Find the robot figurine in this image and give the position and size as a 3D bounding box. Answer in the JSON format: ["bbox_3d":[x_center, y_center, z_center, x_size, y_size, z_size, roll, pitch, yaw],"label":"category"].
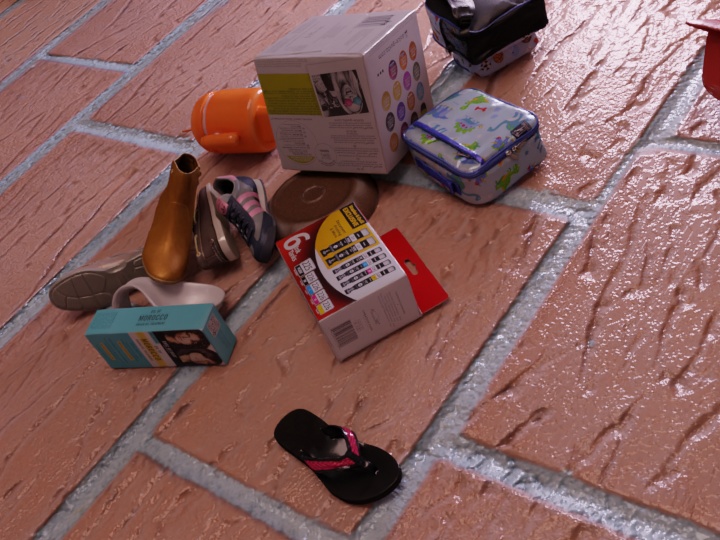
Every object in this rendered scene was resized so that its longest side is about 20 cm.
[{"bbox_3d":[-0.218,-0.267,1.635,0.199,0.117,0.144,2,74,26],"label":"robot figurine"}]

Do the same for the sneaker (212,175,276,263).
[{"bbox_3d":[-0.185,-0.081,1.430,0.082,0.070,0.200,10,31,-25],"label":"sneaker"}]

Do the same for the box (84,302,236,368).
[{"bbox_3d":[-0.285,0.095,1.304,0.199,0.082,0.049,-4,46,23],"label":"box"}]

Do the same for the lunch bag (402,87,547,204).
[{"bbox_3d":[0.170,-0.192,1.391,0.161,0.083,0.200,-36,41,-10],"label":"lunch bag"}]

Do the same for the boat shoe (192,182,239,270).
[{"bbox_3d":[-0.244,-0.073,1.474,0.059,0.072,0.200,-28,40,4],"label":"boat shoe"}]

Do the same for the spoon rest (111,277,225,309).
[{"bbox_3d":[-0.294,0.044,1.371,0.200,0.061,0.099,1,26,29],"label":"spoon rest"}]

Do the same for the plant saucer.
[{"bbox_3d":[-0.070,-0.111,1.455,0.200,0.037,0.201,-13,42,12],"label":"plant saucer"}]

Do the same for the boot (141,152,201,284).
[{"bbox_3d":[-0.287,-0.086,1.406,0.071,0.144,0.201,11,33,-16],"label":"boot"}]

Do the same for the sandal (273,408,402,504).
[{"bbox_3d":[-0.037,0.213,1.083,0.200,0.045,0.075,22,58,41],"label":"sandal"}]

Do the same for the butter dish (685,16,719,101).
[{"bbox_3d":[0.547,-0.249,1.228,0.200,0.148,0.199,0,21,-42],"label":"butter dish"}]

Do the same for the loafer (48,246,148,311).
[{"bbox_3d":[-0.400,0.010,1.473,0.199,0.072,0.063,-19,23,-3],"label":"loafer"}]

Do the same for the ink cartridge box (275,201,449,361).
[{"bbox_3d":[0.000,0.000,1.264,0.175,0.084,0.200,-28,40,-5],"label":"ink cartridge box"}]

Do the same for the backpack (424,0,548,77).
[{"bbox_3d":[0.211,-0.442,1.584,0.200,0.154,0.191,-29,48,-14],"label":"backpack"}]

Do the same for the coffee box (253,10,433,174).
[{"bbox_3d":[-0.019,-0.286,1.467,0.200,0.198,0.200,5,35,29],"label":"coffee box"}]
